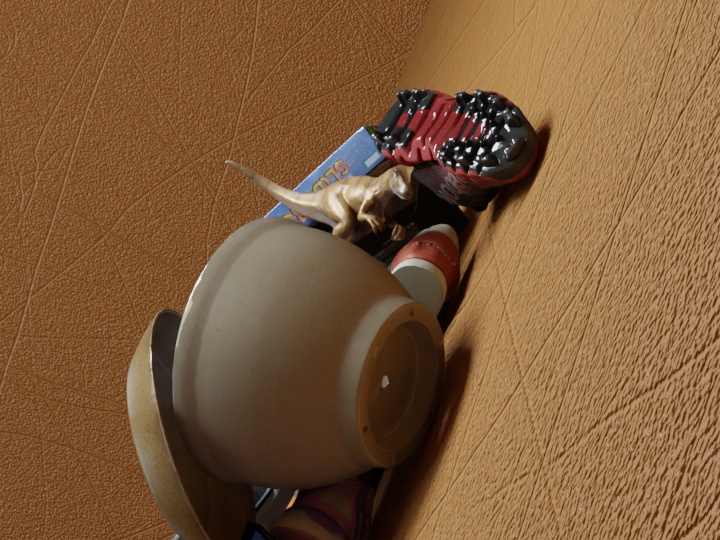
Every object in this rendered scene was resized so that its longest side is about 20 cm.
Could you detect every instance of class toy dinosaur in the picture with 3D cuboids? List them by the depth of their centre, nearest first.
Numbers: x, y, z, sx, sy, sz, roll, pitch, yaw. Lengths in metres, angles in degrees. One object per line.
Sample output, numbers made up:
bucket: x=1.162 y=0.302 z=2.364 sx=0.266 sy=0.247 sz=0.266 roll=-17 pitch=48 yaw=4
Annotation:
toy dinosaur: x=-0.015 y=-0.049 z=1.386 sx=0.199 sy=0.060 sz=0.107 roll=-4 pitch=98 yaw=44

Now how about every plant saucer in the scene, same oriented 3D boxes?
plant saucer: x=-0.132 y=0.129 z=1.284 sx=0.200 sy=0.035 sz=0.202 roll=-18 pitch=-90 yaw=-80

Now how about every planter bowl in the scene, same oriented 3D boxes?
planter bowl: x=-0.023 y=0.071 z=1.235 sx=0.200 sy=0.134 sz=0.202 roll=-26 pitch=-58 yaw=-52

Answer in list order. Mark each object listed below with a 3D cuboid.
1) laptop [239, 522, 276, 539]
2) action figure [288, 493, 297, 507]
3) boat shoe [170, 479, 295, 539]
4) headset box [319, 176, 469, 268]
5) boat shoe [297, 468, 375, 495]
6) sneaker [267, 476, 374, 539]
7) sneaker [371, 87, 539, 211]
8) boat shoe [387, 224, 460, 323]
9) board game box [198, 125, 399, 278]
laptop: x=-0.074 y=0.311 z=1.174 sx=0.200 sy=0.103 sz=0.178 roll=-76 pitch=8 yaw=-61
action figure: x=-0.098 y=0.296 z=1.594 sx=0.193 sy=0.104 sz=0.201 roll=-41 pitch=-25 yaw=-79
boat shoe: x=-0.115 y=0.201 z=1.367 sx=0.072 sy=0.071 sz=0.200 roll=-43 pitch=5 yaw=40
headset box: x=0.000 y=0.000 z=1.542 sx=0.148 sy=0.075 sz=0.200 roll=-36 pitch=-8 yaw=-21
boat shoe: x=-0.014 y=0.162 z=1.433 sx=0.201 sy=0.071 sz=0.068 roll=99 pitch=-174 yaw=-54
sneaker: x=-0.032 y=0.214 z=1.352 sx=0.089 sy=0.080 sz=0.200 roll=-57 pitch=-4 yaw=-28
sneaker: x=0.090 y=-0.090 z=1.311 sx=0.071 sy=0.098 sz=0.200 roll=-57 pitch=26 yaw=-8
boat shoe: x=0.029 y=0.043 z=1.419 sx=0.201 sy=0.071 sz=0.063 roll=-62 pitch=1 yaw=44
board game box: x=-0.038 y=-0.051 z=1.492 sx=0.200 sy=0.035 sz=0.135 roll=-41 pitch=-8 yaw=19
